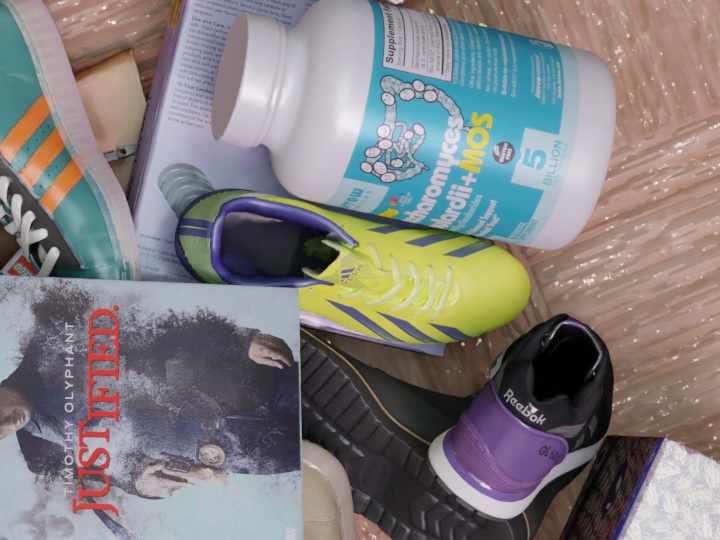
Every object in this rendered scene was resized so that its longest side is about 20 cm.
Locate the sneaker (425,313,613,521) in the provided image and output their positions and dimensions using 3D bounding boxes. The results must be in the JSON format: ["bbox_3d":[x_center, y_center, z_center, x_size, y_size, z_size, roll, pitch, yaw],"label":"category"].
[{"bbox_3d":[0.109,0.060,1.551,0.076,0.200,0.088,37,117,3],"label":"sneaker"}]

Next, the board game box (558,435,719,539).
[{"bbox_3d":[0.156,0.178,1.548,0.097,0.200,0.160,25,85,-2],"label":"board game box"}]

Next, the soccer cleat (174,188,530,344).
[{"bbox_3d":[0.000,0.001,1.546,0.200,0.084,0.065,12,87,-15],"label":"soccer cleat"}]

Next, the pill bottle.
[{"bbox_3d":[0.026,-0.081,1.540,0.200,0.111,0.111,11,86,-14],"label":"pill bottle"}]

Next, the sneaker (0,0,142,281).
[{"bbox_3d":[-0.180,-0.049,1.547,0.080,0.071,0.200,-16,72,-24],"label":"sneaker"}]

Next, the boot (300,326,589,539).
[{"bbox_3d":[0.024,0.080,1.597,0.200,0.138,0.077,41,120,8],"label":"boot"}]

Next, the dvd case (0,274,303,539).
[{"bbox_3d":[-0.128,0.074,1.474,0.200,0.022,0.146,3,70,-10],"label":"dvd case"}]

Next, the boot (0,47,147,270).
[{"bbox_3d":[-0.216,-0.082,1.605,0.200,0.068,0.188,-20,88,-5],"label":"boot"}]

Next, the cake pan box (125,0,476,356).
[{"bbox_3d":[-0.023,-0.060,1.609,0.200,0.052,0.184,13,88,-13],"label":"cake pan box"}]

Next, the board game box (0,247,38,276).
[{"bbox_3d":[-0.145,0.092,1.596,0.200,0.035,0.126,42,104,-2],"label":"board game box"}]

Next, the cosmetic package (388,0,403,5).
[{"bbox_3d":[-0.043,-0.230,1.533,0.200,0.085,0.108,29,93,-2],"label":"cosmetic package"}]

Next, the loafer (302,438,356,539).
[{"bbox_3d":[-0.034,0.178,1.557,0.076,0.200,0.068,9,42,29],"label":"loafer"}]
